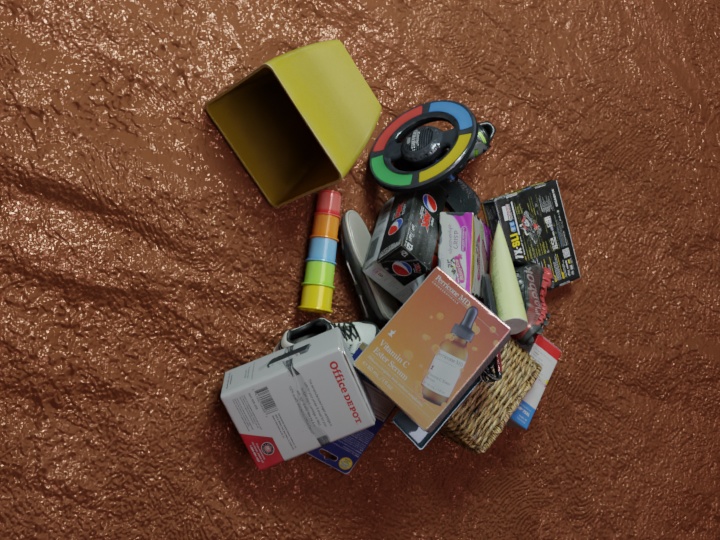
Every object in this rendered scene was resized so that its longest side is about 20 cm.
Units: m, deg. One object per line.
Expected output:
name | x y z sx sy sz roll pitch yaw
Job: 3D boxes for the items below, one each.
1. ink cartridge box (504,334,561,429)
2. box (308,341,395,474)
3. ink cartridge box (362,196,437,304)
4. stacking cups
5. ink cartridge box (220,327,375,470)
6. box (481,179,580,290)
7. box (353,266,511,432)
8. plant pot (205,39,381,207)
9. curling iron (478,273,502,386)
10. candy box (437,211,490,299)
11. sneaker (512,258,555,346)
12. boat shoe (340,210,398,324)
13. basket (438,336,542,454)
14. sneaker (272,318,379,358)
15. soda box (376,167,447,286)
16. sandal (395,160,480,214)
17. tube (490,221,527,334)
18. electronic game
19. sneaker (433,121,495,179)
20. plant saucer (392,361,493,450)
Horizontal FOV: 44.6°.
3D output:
ink cartridge box | 0.288 0.181 1.602 0.067 0.116 0.201 36 72 -21
box | -0.009 0.229 1.450 0.121 0.032 0.201 36 90 -33
ink cartridge box | 0.102 -0.008 1.511 0.199 0.057 0.163 36 43 -19
stacking cups | -0.061 -0.032 1.450 0.060 0.060 0.202 12 82 -28
ink cartridge box | -0.093 0.196 1.346 0.198 0.084 0.145 -22 111 5
box | 0.327 -0.057 1.675 0.159 0.049 0.202 -19 97 -26
box | 0.112 0.124 1.350 0.152 0.106 0.200 40 86 14
plant pot | -0.086 -0.248 1.382 0.176 0.199 0.201 -45 108 -34
curling iron | 0.211 0.093 1.444 0.049 0.026 0.202 22 56 -27
candy box | 0.182 -0.020 1.518 0.200 0.060 0.138 13 78 -72
sneaker | 0.286 0.050 1.555 0.097 0.071 0.201 32 41 -9
boat shoe | 0.000 0.000 1.487 0.067 0.057 0.202 -30 99 -57
basket | 0.187 0.195 1.527 0.149 0.143 0.201 42 73 -15
sneaker | -0.045 0.116 1.426 0.198 0.088 0.076 -15 57 -30
soda box | 0.088 -0.074 1.456 0.071 0.063 0.201 40 42 -22
sandal | 0.148 -0.167 1.581 0.200 0.048 0.076 34 72 -23
tube | 0.249 0.014 1.517 0.052 0.058 0.201 28 41 -35
electronic game | 0.104 -0.211 1.480 0.201 0.199 0.042 -57 136 -19
sneaker | 0.182 -0.222 1.548 0.071 0.083 0.199 49 38 2
plant saucer | 0.136 0.193 1.422 0.070 0.019 0.200 45 74 -6
